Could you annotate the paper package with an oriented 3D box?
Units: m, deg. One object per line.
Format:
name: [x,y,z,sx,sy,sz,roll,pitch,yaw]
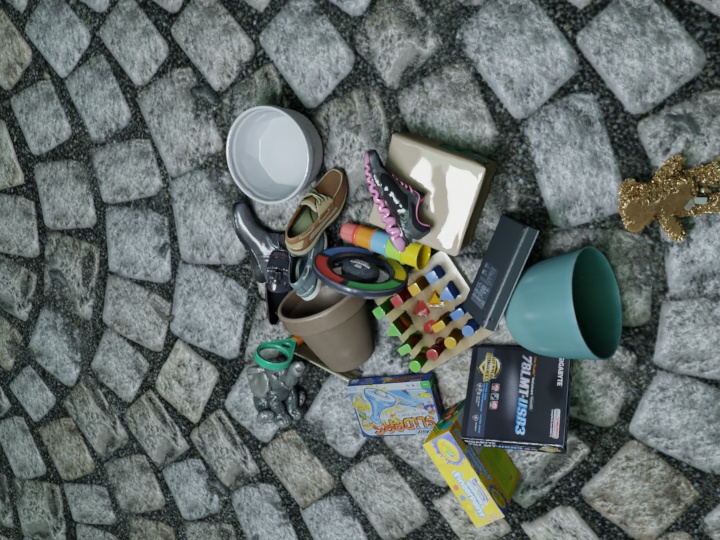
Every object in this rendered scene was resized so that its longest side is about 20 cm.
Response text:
paper package: [0.139,-0.153,1.369,0.198,0.103,0.192,23,113,18]

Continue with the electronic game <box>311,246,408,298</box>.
electronic game: [0.000,0.000,1.419,0.198,0.200,0.042,20,117,18]

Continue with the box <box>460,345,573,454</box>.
box: [0.306,0.247,1.368,0.197,0.202,0.050,-1,147,26]

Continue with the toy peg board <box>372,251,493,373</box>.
toy peg board: [0.140,0.098,1.442,0.199,0.098,0.201,-35,89,28]

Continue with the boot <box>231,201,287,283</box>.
boot: [-0.197,-0.074,1.568,0.130,0.070,0.202,-13,111,24]

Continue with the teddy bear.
teddy bear: [0.551,-0.129,1.221,0.199,0.067,0.146,-30,100,21]

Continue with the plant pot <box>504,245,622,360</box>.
plant pot: [0.361,0.069,1.286,0.160,0.200,0.202,-12,100,42]

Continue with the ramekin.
ramekin: [-0.173,-0.248,1.480,0.198,0.105,0.202,7,108,22]

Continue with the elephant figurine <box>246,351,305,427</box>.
elephant figurine: [-0.186,0.244,1.603,0.153,0.142,0.202,6,122,7]

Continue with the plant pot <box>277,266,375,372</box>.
plant pot: [-0.053,0.117,1.497,0.198,0.201,0.176,-13,116,26]

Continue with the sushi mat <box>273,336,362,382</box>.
sushi mat: [-0.096,0.198,1.578,0.199,0.096,0.012,25,99,15]

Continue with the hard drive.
hard drive: [0.260,0.000,1.317,0.033,0.140,0.202,19,101,-11]

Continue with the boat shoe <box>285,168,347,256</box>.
boat shoe: [-0.091,-0.125,1.444,0.075,0.074,0.201,22,73,19]

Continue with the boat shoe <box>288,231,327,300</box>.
boat shoe: [-0.117,-0.037,1.480,0.072,0.062,0.202,-21,53,31]

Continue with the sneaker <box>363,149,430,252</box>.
sneaker: [0.070,-0.140,1.316,0.095,0.079,0.202,-23,95,5]

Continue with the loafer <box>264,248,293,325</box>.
loafer: [-0.178,0.042,1.550,0.071,0.063,0.201,11,135,1]

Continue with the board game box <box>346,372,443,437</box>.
board game box: [0.080,0.300,1.551,0.198,0.034,0.137,-9,110,26]

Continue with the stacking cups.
stacking cups: [0.045,-0.052,1.450,0.199,0.060,0.061,16,111,31]

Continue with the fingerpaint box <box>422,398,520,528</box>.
fingerpaint box: [0.231,0.391,1.445,0.073,0.167,0.201,-34,90,28]

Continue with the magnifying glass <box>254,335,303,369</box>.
magnifying glass: [-0.158,0.164,1.535,0.079,0.200,0.023,26,115,19]
